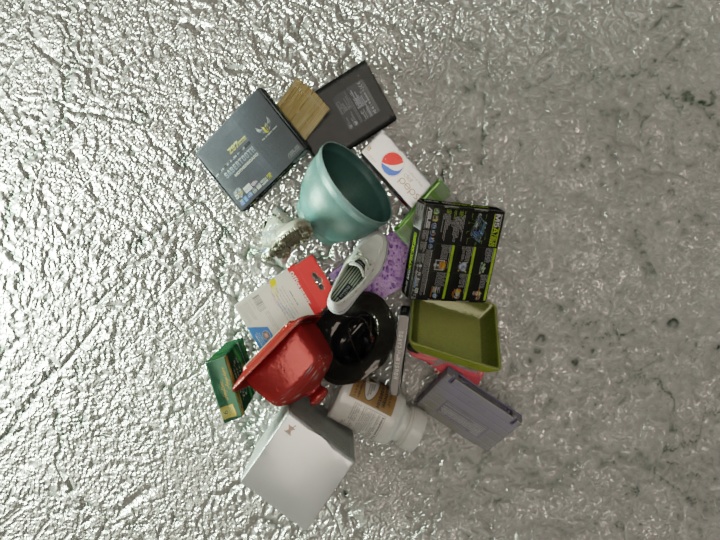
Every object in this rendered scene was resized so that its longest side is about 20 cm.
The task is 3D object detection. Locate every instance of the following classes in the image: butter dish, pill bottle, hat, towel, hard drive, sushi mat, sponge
[{"bbox_3d":[-0.122,0.196,1.171,0.200,0.200,0.148,-45,82,2],"label":"butter dish"},{"bbox_3d":[0.038,0.299,1.279,0.196,0.114,0.117,27,92,-3],"label":"pill bottle"},{"bbox_3d":[-0.004,0.148,1.261,0.195,0.081,0.206,-11,66,24],"label":"hat"},{"bbox_3d":[0.179,-0.073,1.270,0.199,0.031,0.150,41,90,-28],"label":"towel"},{"bbox_3d":[-0.040,-0.333,1.287,0.197,0.033,0.142,-31,93,0],"label":"hard drive"},{"bbox_3d":[-0.158,-0.297,1.269,0.095,0.012,0.201,42,104,1],"label":"sushi mat"},{"bbox_3d":[0.040,0.002,1.307,0.197,0.030,0.113,-32,94,0],"label":"sponge"}]

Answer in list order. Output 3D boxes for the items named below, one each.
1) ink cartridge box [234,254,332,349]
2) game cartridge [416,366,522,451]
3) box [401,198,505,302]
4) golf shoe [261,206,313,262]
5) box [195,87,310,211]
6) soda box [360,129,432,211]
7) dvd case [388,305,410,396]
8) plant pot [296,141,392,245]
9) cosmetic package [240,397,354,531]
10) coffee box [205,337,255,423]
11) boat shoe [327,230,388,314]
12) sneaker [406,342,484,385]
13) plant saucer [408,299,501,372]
[{"bbox_3d":[-0.155,0.065,1.284,0.197,0.067,0.118,-33,94,0],"label":"ink cartridge box"},{"bbox_3d":[0.230,0.299,1.291,0.197,0.039,0.130,34,130,-7],"label":"game cartridge"},{"bbox_3d":[0.192,-0.037,1.251,0.188,0.047,0.206,2,107,-22],"label":"box"},{"bbox_3d":[-0.161,-0.087,1.221,0.077,0.199,0.100,-8,81,-32],"label":"golf shoe"},{"bbox_3d":[-0.224,-0.249,1.256,0.199,0.051,0.159,-40,92,13],"label":"box"},{"bbox_3d":[0.088,-0.199,1.283,0.068,0.064,0.200,-43,94,0],"label":"soda box"},{"bbox_3d":[0.082,0.157,1.230,0.024,0.200,0.155,7,92,5],"label":"dvd case"},{"bbox_3d":[-0.049,-0.140,1.231,0.133,0.200,0.201,-38,94,27],"label":"plant pot"},{"bbox_3d":[-0.121,0.375,1.234,0.166,0.200,0.168,37,91,-2],"label":"cosmetic package"},{"bbox_3d":[-0.257,0.216,1.221,0.043,0.200,0.127,-15,93,0],"label":"coffee box"},{"bbox_3d":[0.000,0.000,1.237,0.072,0.067,0.203,27,74,8],"label":"boat shoe"},{"bbox_3d":[0.184,0.208,1.290,0.195,0.074,0.089,17,102,-17],"label":"sneaker"},{"bbox_3d":[0.191,0.124,1.259,0.195,0.202,0.049,17,128,-4],"label":"plant saucer"}]
